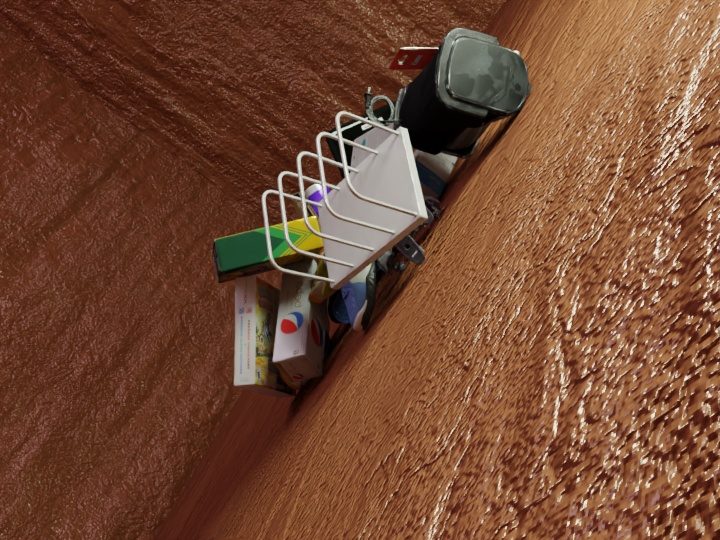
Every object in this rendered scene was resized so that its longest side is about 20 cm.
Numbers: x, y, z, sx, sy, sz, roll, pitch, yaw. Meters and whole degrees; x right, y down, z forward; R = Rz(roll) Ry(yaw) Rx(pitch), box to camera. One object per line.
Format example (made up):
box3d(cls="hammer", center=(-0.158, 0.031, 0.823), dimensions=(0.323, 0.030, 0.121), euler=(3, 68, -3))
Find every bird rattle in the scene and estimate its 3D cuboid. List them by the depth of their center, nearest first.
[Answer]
box3d(cls="bird rattle", center=(-0.033, -0.031, 1.334), dimensions=(0.163, 0.111, 0.203), euler=(-39, 35, 47))

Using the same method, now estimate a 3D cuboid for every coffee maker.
box3d(cls="coffee maker", center=(0.122, -0.247, 1.179), dimensions=(0.188, 0.138, 0.200), euler=(-11, -7, -13))

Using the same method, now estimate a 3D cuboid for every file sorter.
box3d(cls="file sorter", center=(-0.031, -0.091, 1.082), dimensions=(0.199, 0.123, 0.141), euler=(-38, 52, 41))

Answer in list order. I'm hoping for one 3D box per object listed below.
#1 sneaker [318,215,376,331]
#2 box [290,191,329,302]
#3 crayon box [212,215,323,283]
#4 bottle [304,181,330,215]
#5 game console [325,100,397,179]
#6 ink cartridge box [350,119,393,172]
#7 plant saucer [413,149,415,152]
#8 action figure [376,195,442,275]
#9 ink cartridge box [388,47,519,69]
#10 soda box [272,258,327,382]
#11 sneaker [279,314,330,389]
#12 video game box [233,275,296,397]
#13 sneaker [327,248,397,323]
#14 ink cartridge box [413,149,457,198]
box3d(cls="sneaker", center=(-0.019, -0.006, 1.214), dimensions=(0.076, 0.075, 0.204), euler=(112, 154, -64))
box3d(cls="box", center=(-0.077, -0.030, 1.519), dimensions=(0.021, 0.203, 0.164), euler=(-21, 27, -9))
box3d(cls="crayon box", center=(-0.161, -0.032, 1.380), dimensions=(0.169, 0.060, 0.200), euler=(-13, -3, -12))
box3d(cls="bottle", center=(-0.041, -0.068, 1.525), dimensions=(0.064, 0.203, 0.084), euler=(-23, -10, -26))
box3d(cls="game console", center=(0.032, -0.224, 1.658), dimensions=(0.197, 0.179, 0.116), euler=(-27, 4, -19))
box3d(cls="ink cartridge box", center=(0.037, -0.181, 1.358), dimensions=(0.199, 0.041, 0.122), euler=(163, 116, -66))
box3d(cls="plant saucer", center=(0.070, -0.174, 1.529), dimensions=(0.199, 0.037, 0.205), euler=(5, -90, -69))
box3d(cls="action figure", center=(0.066, -0.055, 1.176), dimensions=(0.132, 0.068, 0.200), euler=(-63, 1, 2))
box3d(cls="ink cartridge box", center=(0.151, -0.322, 1.335), dimensions=(0.109, 0.195, 0.052), euler=(156, 113, -81))
box3d(cls="soda box", center=(-0.099, 0.083, 1.377), dimensions=(0.062, 0.068, 0.203), euler=(-15, 47, 18))
box3d(cls="sneaker", center=(-0.079, 0.124, 1.470), dimensions=(0.088, 0.075, 0.202), euler=(-43, 21, 35))
box3d(cls="video game box", center=(-0.165, 0.122, 1.444), dimensions=(0.200, 0.046, 0.187), euler=(40, -135, -69))
box3d(cls="sneaker", center=(0.000, 0.000, 1.423), dimensions=(0.202, 0.070, 0.078), euler=(-58, 12, -10))
box3d(cls="ink cartridge box", center=(0.110, -0.165, 1.419), dimensions=(0.116, 0.067, 0.201), euler=(-51, 7, 42))
